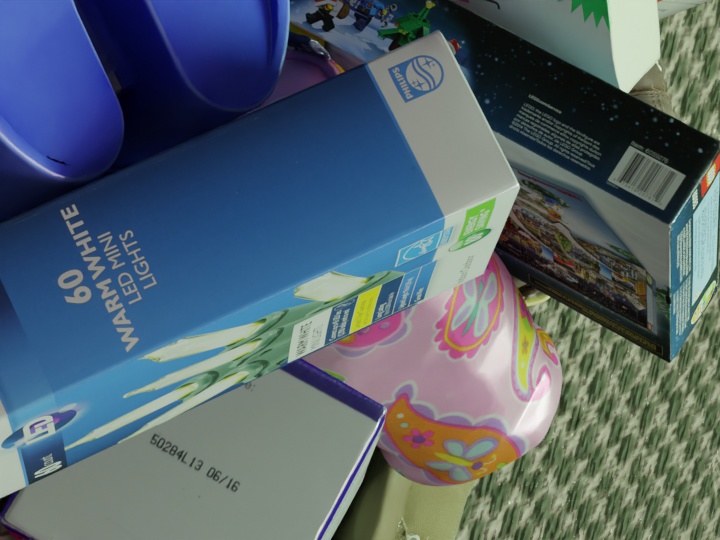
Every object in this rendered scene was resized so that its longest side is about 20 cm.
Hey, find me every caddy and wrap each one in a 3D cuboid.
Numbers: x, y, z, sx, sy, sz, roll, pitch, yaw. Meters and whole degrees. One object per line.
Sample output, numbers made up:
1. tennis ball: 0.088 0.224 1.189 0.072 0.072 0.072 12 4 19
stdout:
1. caddy: -0.113 -0.108 0.877 0.141 0.105 0.200 -25 100 -34

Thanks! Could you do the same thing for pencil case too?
1. pencil case: 0.000 0.000 1.017 0.088 0.087 0.200 -57 136 -16

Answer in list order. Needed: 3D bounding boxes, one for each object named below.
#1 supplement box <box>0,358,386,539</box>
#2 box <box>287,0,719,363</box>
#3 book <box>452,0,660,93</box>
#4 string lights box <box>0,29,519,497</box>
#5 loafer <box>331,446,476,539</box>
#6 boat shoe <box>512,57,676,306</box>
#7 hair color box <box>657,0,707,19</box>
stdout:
1. supplement box: -0.060 0.083 1.031 0.104 0.101 0.200 -61 176 -9
2. box: 0.037 -0.051 1.013 0.038 0.200 0.137 -56 163 -14
3. book: 0.012 -0.148 0.979 0.048 0.200 0.134 -45 141 -32
4. string lights box: -0.056 0.004 0.862 0.200 0.059 0.103 -25 167 -10
5. loafer: 0.003 0.135 1.148 0.067 0.076 0.200 35 67 -27
6. boat shoe: 0.062 -0.022 1.127 0.072 0.060 0.200 7 139 -33
7. hair color box: 0.088 -0.132 1.090 0.101 0.200 0.061 1 76 -44
